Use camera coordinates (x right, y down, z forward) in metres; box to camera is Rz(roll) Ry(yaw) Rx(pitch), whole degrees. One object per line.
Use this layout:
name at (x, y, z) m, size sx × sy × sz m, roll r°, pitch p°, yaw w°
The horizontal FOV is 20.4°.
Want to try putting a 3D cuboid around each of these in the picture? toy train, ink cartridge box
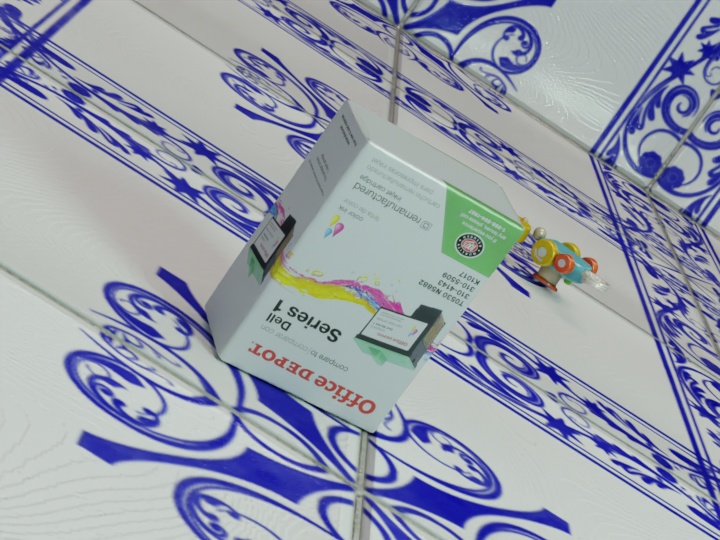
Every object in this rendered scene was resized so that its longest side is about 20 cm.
toy train at (0.175, -0.019, 2.215) m, size 0.200 × 0.056 × 0.150 m, roll 29°, pitch 16°, yaw -9°
ink cartridge box at (0.000, 0.000, 1.465) m, size 0.145 × 0.200 × 0.084 m, roll 28°, pitch 19°, yaw -24°
